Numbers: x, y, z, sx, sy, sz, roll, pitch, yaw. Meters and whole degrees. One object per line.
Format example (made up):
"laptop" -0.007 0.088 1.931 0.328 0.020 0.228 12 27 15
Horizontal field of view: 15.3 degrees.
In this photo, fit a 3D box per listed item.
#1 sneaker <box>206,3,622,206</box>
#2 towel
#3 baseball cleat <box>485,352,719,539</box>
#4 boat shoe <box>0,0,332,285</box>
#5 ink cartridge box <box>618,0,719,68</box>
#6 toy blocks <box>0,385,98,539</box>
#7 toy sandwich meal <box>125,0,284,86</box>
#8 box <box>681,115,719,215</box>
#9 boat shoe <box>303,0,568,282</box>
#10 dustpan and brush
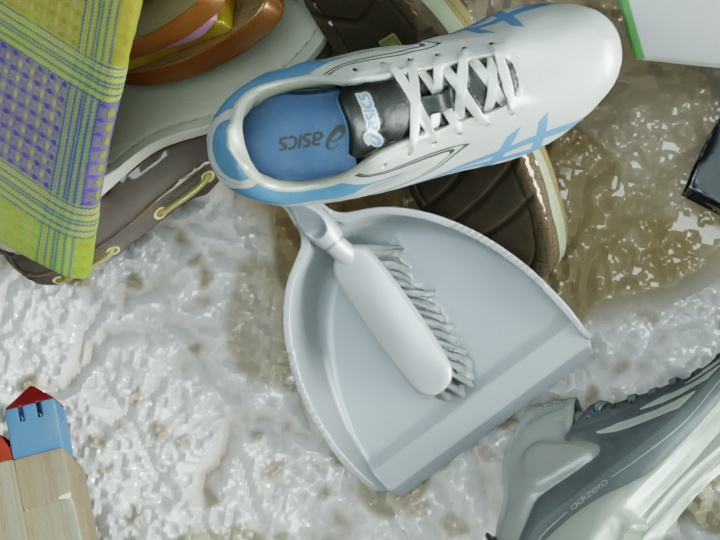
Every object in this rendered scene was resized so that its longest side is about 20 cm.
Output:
"sneaker" 0.027 -0.074 1.238 0.199 0.072 0.072 -16 98 0
"towel" -0.161 -0.106 1.243 0.143 0.023 0.201 31 127 25
"baseball cleat" 0.141 0.071 1.299 0.200 0.070 0.106 -41 50 -19
"boat shoe" -0.095 -0.064 1.330 0.200 0.060 0.072 -35 51 -1
"ink cartridge box" 0.174 -0.215 1.254 0.084 0.145 0.201 7 70 16
"toy blocks" -0.210 0.116 1.315 0.199 0.100 0.137 -14 74 3
"toy sandwich meal" -0.080 -0.186 1.311 0.205 0.070 0.206 -23 44 25
"box" 0.289 -0.081 1.310 0.199 0.050 0.199 26 88 5
"boat shoe" 0.049 -0.091 1.317 0.071 0.076 0.201 -21 106 32
"dustpan and brush" 0.000 0.000 1.298 0.139 0.057 0.200 -38 86 18
